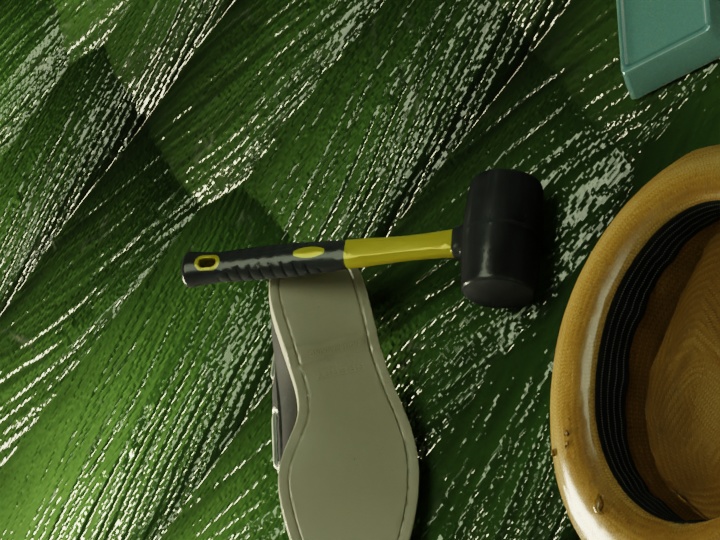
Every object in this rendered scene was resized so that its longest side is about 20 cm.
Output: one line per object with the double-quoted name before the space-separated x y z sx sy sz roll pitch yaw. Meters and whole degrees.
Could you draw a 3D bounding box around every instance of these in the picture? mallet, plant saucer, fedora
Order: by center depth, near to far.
"fedora" 0.168 0.047 1.115 0.200 0.081 0.202 -20 63 43
"plant saucer" 0.153 -0.187 1.306 0.070 0.019 0.201 -26 52 39
"mallet" 0.000 0.000 1.318 0.199 0.041 0.066 -12 61 19

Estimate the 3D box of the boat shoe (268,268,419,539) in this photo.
"boat shoe" -0.011 0.087 1.341 0.063 0.072 0.201 93 169 -62
